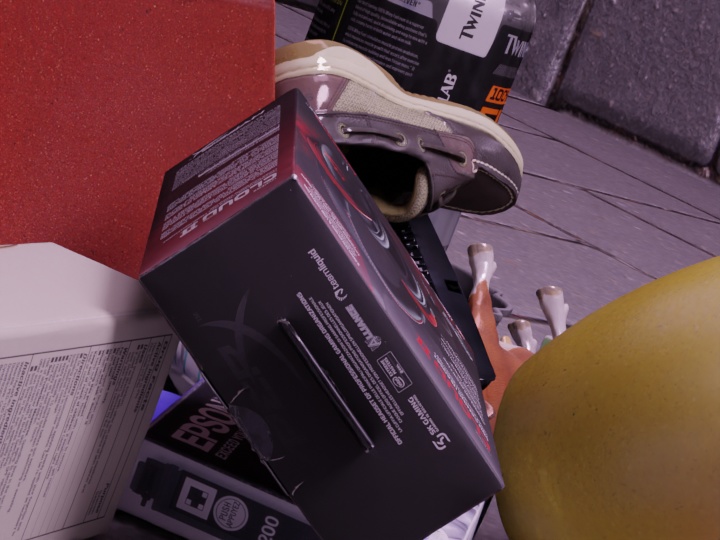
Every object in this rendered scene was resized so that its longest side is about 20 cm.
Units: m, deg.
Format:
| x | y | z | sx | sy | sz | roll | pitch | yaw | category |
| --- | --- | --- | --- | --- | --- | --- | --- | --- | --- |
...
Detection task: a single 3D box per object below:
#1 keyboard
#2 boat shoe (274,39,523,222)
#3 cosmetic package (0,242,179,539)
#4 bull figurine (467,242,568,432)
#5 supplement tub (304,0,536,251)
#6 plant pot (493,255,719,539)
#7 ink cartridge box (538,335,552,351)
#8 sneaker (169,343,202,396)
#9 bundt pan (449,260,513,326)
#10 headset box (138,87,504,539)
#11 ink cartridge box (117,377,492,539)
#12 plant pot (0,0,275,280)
| x | y | z | sx | sy | sz | roll | pitch | yaw | category |
| --- | --- | --- | --- | --- | --- | --- | --- | --- | --- |
| 0.000 | 0.000 | 1.189 | 0.104 | 0.040 | 0.200 | -3 | 26 | -9 | keyboard |
| 0.016 | -0.055 | 1.230 | 0.072 | 0.066 | 0.201 | -19 | -27 | 31 | boat shoe |
| -0.148 | 0.050 | 0.877 | 0.073 | 0.104 | 0.200 | 24 | 9 | 17 | cosmetic package |
| 0.064 | 0.055 | 1.264 | 0.065 | 0.122 | 0.200 | -14 | -29 | 27 | bull figurine |
| 0.025 | -0.112 | 1.381 | 0.122 | 0.201 | 0.123 | 20 | 10 | -4 | supplement tub |
| 0.147 | 0.089 | 1.124 | 0.141 | 0.201 | 0.200 | -3 | -5 | 33 | plant pot |
| 0.193 | 0.088 | 1.513 | 0.104 | 0.060 | 0.200 | 27 | 11 | 31 | ink cartridge box |
| -0.070 | 0.024 | 1.245 | 0.200 | 0.081 | 0.070 | 34 | 14 | 35 | sneaker |
| -0.016 | 0.019 | 1.398 | 0.201 | 0.076 | 0.202 | 20 | 10 | -4 | bundt pan |
| -0.015 | 0.023 | 0.966 | 0.149 | 0.075 | 0.200 | 56 | 7 | -12 | headset box |
| -0.042 | 0.086 | 1.083 | 0.199 | 0.044 | 0.198 | 22 | 11 | 6 | ink cartridge box |
| -0.140 | -0.078 | 1.160 | 0.175 | 0.201 | 0.200 | -3 | 18 | -16 | plant pot |
